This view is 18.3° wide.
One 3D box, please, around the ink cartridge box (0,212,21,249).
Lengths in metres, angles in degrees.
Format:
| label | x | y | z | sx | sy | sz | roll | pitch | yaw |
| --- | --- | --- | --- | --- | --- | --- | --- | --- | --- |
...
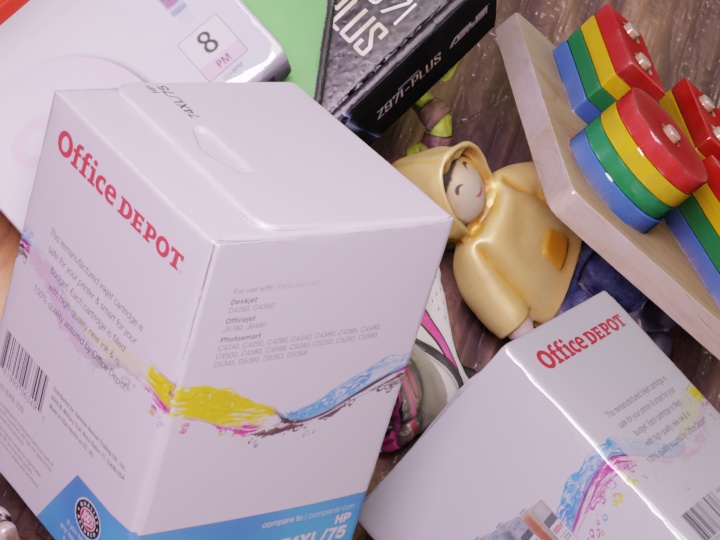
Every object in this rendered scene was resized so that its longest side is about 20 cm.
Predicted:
| label | x | y | z | sx | sy | sz | roll | pitch | yaw |
| --- | --- | --- | --- | --- | --- | --- | --- | --- | --- |
| ink cartridge box | -0.190 | -0.066 | 1.259 | 0.199 | 0.085 | 0.145 | 34 | 56 | 4 |

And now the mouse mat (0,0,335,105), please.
| label | x | y | z | sx | sy | sz | roll | pitch | yaw |
| --- | --- | --- | --- | --- | --- | --- | --- | --- | --- |
| mouse mat | -0.109 | -0.161 | 1.182 | 0.198 | 0.008 | 0.163 | 6 | 76 | 6 |

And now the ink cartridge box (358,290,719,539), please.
| label | x | y | z | sx | sy | sz | roll | pitch | yaw |
| --- | --- | --- | --- | --- | --- | --- | --- | --- | --- |
| ink cartridge box | 0.128 | 0.140 | 1.203 | 0.200 | 0.145 | 0.145 | 48 | 29 | 12 |

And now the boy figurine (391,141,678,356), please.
| label | x | y | z | sx | sy | sz | roll | pitch | yaw |
| --- | --- | --- | --- | --- | --- | --- | --- | --- | --- |
| boy figurine | 0.105 | -0.017 | 1.340 | 0.200 | 0.064 | 0.125 | 38 | 66 | -19 |

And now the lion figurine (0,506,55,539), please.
| label | x | y | z | sx | sy | sz | roll | pitch | yaw |
| --- | --- | --- | --- | --- | --- | --- | --- | --- | --- |
| lion figurine | -0.109 | 0.157 | 1.158 | 0.199 | 0.122 | 0.073 | 3 | 90 | -40 |

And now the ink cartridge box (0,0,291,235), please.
| label | x | y | z | sx | sy | sz | roll | pitch | yaw |
| --- | --- | --- | --- | --- | --- | --- | --- | --- | --- |
| ink cartridge box | -0.159 | -0.124 | 1.146 | 0.162 | 0.057 | 0.200 | -41 | 84 | -6 |

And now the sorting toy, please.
| label | x | y | z | sx | sy | sz | roll | pitch | yaw |
| --- | --- | --- | --- | --- | --- | --- | --- | --- | --- |
| sorting toy | 0.184 | -0.058 | 1.344 | 0.200 | 0.069 | 0.200 | 39 | 24 | -30 |

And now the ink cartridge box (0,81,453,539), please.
| label | x | y | z | sx | sy | sz | roll | pitch | yaw |
| --- | --- | --- | --- | --- | --- | --- | --- | --- | --- |
| ink cartridge box | -0.075 | 0.030 | 1.081 | 0.145 | 0.201 | 0.147 | -6 | 35 | -39 |

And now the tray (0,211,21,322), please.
| label | x | y | z | sx | sy | sz | roll | pitch | yaw |
| --- | --- | --- | --- | --- | --- | --- | --- | --- | --- |
| tray | -0.199 | -0.011 | 1.161 | 0.098 | 0.037 | 0.200 | 39 | 68 | 5 |

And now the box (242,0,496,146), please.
| label | x | y | z | sx | sy | sz | roll | pitch | yaw |
| --- | --- | --- | --- | --- | --- | --- | --- | --- | --- |
| box | -0.049 | -0.160 | 1.228 | 0.164 | 0.086 | 0.200 | -43 | 76 | -9 |

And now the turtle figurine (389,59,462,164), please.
| label | x | y | z | sx | sy | sz | roll | pitch | yaw |
| --- | --- | --- | --- | --- | --- | --- | --- | --- | --- |
| turtle figurine | 0.025 | -0.127 | 1.350 | 0.064 | 0.161 | 0.201 | -32 | 88 | -11 |

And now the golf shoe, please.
| label | x | y | z | sx | sy | sz | roll | pitch | yaw |
| --- | --- | --- | --- | --- | --- | --- | --- | --- | --- |
| golf shoe | 0.000 | 0.000 | 1.295 | 0.092 | 0.072 | 0.202 | -27 | 96 | -43 |
